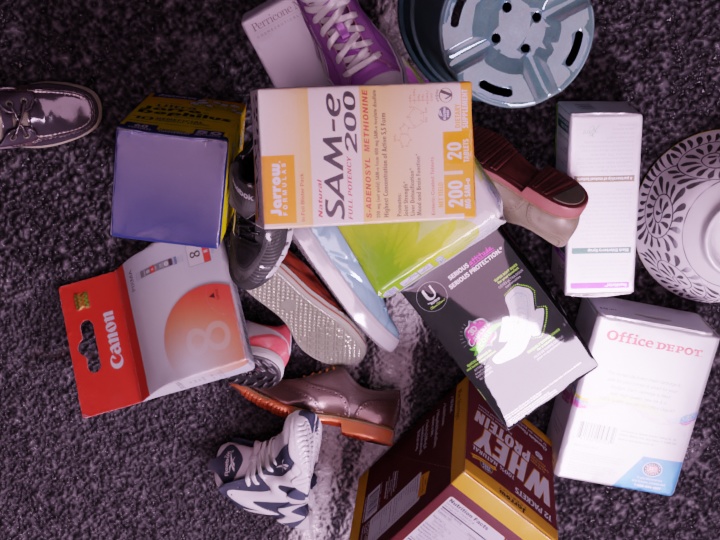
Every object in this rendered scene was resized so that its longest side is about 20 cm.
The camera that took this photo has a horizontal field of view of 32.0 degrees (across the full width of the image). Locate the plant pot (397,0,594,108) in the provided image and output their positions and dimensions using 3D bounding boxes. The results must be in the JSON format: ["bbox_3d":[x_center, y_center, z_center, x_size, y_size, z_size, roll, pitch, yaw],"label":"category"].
[{"bbox_3d":[0.142,-0.252,1.249,0.198,0.196,0.202,-1,107,-2],"label":"plant pot"}]

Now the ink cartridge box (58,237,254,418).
[{"bbox_3d":[-0.228,0.054,1.365,0.198,0.050,0.164,-16,70,-1],"label":"ink cartridge box"}]

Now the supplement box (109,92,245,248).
[{"bbox_3d":[-0.182,-0.107,1.280,0.108,0.200,0.111,7,107,-2],"label":"supplement box"}]

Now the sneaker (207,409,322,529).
[{"bbox_3d":[-0.113,0.219,1.423,0.128,0.080,0.200,9,147,5],"label":"sneaker"}]

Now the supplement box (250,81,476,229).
[{"bbox_3d":[0.001,-0.106,1.146,0.198,0.074,0.127,-4,97,-11],"label":"supplement box"}]

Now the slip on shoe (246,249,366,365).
[{"bbox_3d":[-0.059,0.035,1.396,0.074,0.062,0.200,-25,124,30],"label":"slip on shoe"}]

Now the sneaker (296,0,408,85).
[{"bbox_3d":[-0.027,-0.236,1.189,0.072,0.114,0.202,-31,76,8],"label":"sneaker"}]

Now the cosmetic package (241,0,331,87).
[{"bbox_3d":[-0.037,-0.200,1.324,0.101,0.074,0.201,-28,107,6],"label":"cosmetic package"}]

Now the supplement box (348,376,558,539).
[{"bbox_3d":[0.101,0.263,1.390,0.132,0.198,0.200,39,114,-12],"label":"supplement box"}]

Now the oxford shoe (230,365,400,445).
[{"bbox_3d":[-0.050,0.142,1.443,0.198,0.071,0.074,17,80,-5],"label":"oxford shoe"}]

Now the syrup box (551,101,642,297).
[{"bbox_3d":[0.255,-0.079,1.366,0.081,0.079,0.202,-1,107,-2],"label":"syrup box"}]

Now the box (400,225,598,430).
[{"bbox_3d":[0.142,0.039,1.362,0.124,0.149,0.201,-36,106,8],"label":"box"}]

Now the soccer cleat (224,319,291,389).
[{"bbox_3d":[-0.174,0.082,1.419,0.198,0.073,0.069,8,134,13],"label":"soccer cleat"}]

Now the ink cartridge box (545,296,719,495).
[{"bbox_3d":[0.306,0.139,1.433,0.143,0.085,0.202,11,108,-5],"label":"ink cartridge box"}]

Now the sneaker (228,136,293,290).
[{"bbox_3d":[-0.100,-0.071,1.223,0.066,0.090,0.201,30,111,23],"label":"sneaker"}]

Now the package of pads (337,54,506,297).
[{"bbox_3d":[0.038,-0.096,1.254,0.154,0.068,0.201,-32,82,10],"label":"package of pads"}]

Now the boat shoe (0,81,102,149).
[{"bbox_3d":[-0.376,-0.160,1.329,0.198,0.065,0.073,-1,106,-2],"label":"boat shoe"}]

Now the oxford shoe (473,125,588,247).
[{"bbox_3d":[0.146,-0.091,1.338,0.199,0.070,0.075,36,137,25],"label":"oxford shoe"}]

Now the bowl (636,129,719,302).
[{"bbox_3d":[0.407,-0.046,1.374,0.199,0.094,0.203,-1,108,-2],"label":"bowl"}]

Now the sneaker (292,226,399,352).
[{"bbox_3d":[0.000,0.000,1.388,0.082,0.074,0.201,-37,113,-3],"label":"sneaker"}]
